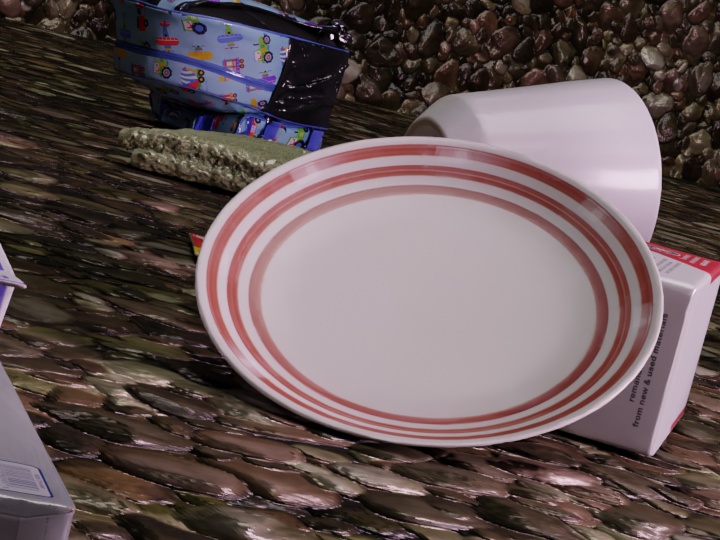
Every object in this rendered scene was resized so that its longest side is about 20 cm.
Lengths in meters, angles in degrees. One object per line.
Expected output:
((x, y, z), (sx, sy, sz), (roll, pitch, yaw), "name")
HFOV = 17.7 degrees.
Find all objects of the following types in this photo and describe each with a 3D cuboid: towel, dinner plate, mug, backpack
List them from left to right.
((-0.134, -0.188, 2.100), (0.199, 0.136, 0.182), (8, 10, -46), "backpack")
((-0.070, -0.077, 1.734), (0.198, 0.037, 0.148), (15, 8, 17), "towel")
((0.029, 0.011, 0.984), (0.198, 0.024, 0.201), (1, 41, -1), "dinner plate")
((0.103, -0.051, 1.646), (0.152, 0.187, 0.150), (1, 45, -28), "mug")

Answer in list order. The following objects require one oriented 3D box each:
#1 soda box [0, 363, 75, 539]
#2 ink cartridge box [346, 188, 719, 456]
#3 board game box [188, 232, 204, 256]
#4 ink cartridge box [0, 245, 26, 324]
((-0.112, 0.051, 0.508), (0.063, 0.069, 0.200), (11, 7, -17), "soda box")
((0.063, 0.013, 1.111), (0.198, 0.085, 0.144), (17, 8, 12), "ink cartridge box")
((0.000, 0.000, 1.339), (0.198, 0.030, 0.096), (11, 7, -8), "board game box")
((-0.232, -0.013, 0.869), (0.196, 0.044, 0.200), (13, 5, -15), "ink cartridge box")
